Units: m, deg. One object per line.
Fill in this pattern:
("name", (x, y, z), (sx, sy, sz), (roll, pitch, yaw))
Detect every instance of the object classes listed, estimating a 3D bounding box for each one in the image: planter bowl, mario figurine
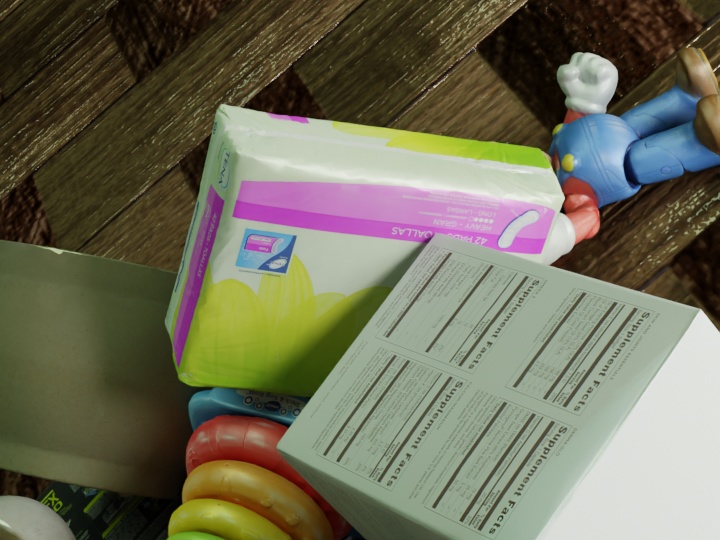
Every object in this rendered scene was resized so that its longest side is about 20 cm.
("planter bowl", (-0.158, 0.066, 1.156), (0.199, 0.199, 0.136), (5, 83, 48))
("mario figurine", (0.126, -0.070, 1.132), (0.199, 0.107, 0.123), (-27, 2, 11))

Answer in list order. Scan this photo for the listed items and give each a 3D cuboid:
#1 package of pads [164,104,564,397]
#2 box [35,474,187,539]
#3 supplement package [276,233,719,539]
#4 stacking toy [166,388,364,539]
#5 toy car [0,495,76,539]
("package of pads", (0.000, 0.000, 1.041), (0.068, 0.198, 0.156), (-114, 35, -54))
("box", (-0.139, 0.157, 1.223), (0.200, 0.044, 0.160), (-47, 33, -5))
("supplement package", (0.096, 0.100, 0.944), (0.151, 0.152, 0.199), (-52, 35, -14))
("stacking toy", (-0.076, 0.171, 1.041), (0.115, 0.110, 0.201), (12, 51, 22))
("toy car", (-0.217, 0.243, 1.077), (0.175, 0.150, 0.200), (-53, 3, -37))
